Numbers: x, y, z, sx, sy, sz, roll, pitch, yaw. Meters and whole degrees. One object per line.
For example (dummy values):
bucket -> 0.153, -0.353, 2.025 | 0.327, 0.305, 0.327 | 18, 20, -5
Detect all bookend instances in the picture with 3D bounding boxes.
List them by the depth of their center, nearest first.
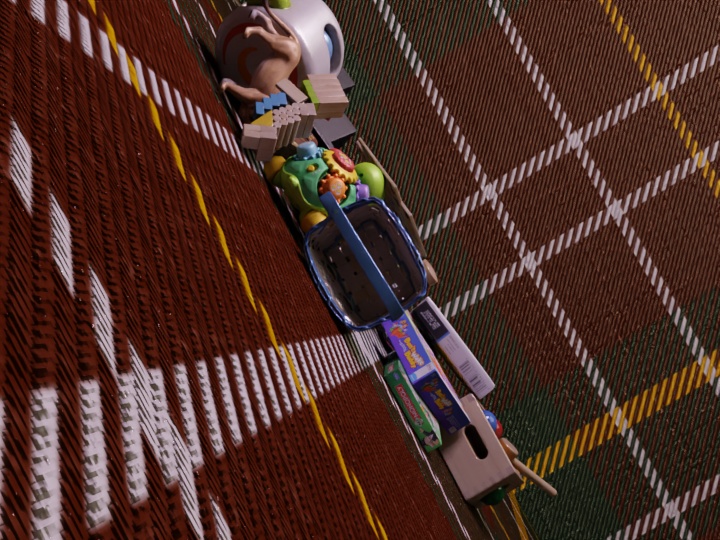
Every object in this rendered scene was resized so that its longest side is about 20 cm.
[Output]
bookend -> -0.078, -0.290, 1.681 | 0.200, 0.092, 0.199 | 53, 40, 3

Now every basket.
basket -> 0.007, -0.006, 1.220 | 0.178, 0.138, 0.200 | 60, -4, 11

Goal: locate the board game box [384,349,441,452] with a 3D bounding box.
board game box -> 0.083, 0.204, 1.510 | 0.136, 0.029, 0.200 | 61, 4, -2

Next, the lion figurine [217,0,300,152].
lion figurine -> -0.131, -0.282, 1.358 | 0.121, 0.202, 0.072 | 23, 7, -16

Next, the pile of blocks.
pile of blocks -> -0.104, -0.214, 1.321 | 0.082, 0.199, 0.062 | 44, -38, 16

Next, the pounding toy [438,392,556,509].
pounding toy -> 0.235, 0.336, 1.674 | 0.202, 0.141, 0.184 | 61, 5, 24

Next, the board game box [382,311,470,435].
board game box -> 0.111, 0.172, 1.564 | 0.201, 0.044, 0.135 | 55, 6, -51

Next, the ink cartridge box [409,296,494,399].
ink cartridge box -> 0.164, 0.144, 1.729 | 0.199, 0.047, 0.200 | 52, -5, 5

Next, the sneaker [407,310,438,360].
sneaker -> 0.097, 0.133, 1.842 | 0.202, 0.077, 0.082 | 62, 3, 24

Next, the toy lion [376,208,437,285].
toy lion -> 0.053, -0.060, 1.626 | 0.194, 0.068, 0.200 | 66, 13, 25

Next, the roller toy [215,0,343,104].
roller toy -> -0.125, -0.347, 1.482 | 0.183, 0.200, 0.140 | 46, 45, -7

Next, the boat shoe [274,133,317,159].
boat shoe -> -0.105, -0.194, 1.500 | 0.200, 0.071, 0.069 | 60, 45, -77

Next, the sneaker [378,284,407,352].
sneaker -> 0.059, 0.099, 1.758 | 0.202, 0.079, 0.087 | -104, 178, -46

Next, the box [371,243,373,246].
box -> -0.017, -0.092, 1.800 | 0.185, 0.104, 0.201 | 58, 4, -30

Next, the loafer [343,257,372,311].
loafer -> 0.000, 0.000, 1.570 | 0.070, 0.074, 0.201 | 62, 3, -28

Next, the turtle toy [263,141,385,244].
turtle toy -> -0.039, -0.121, 1.356 | 0.199, 0.101, 0.146 | 6, 42, -56

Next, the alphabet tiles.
alphabet tiles -> 0.047, -0.115, 1.481 | 0.201, 0.006, 0.167 | 58, -6, 41

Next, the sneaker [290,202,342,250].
sneaker -> -0.068, -0.080, 1.449 | 0.082, 0.071, 0.201 | 29, 25, -33
